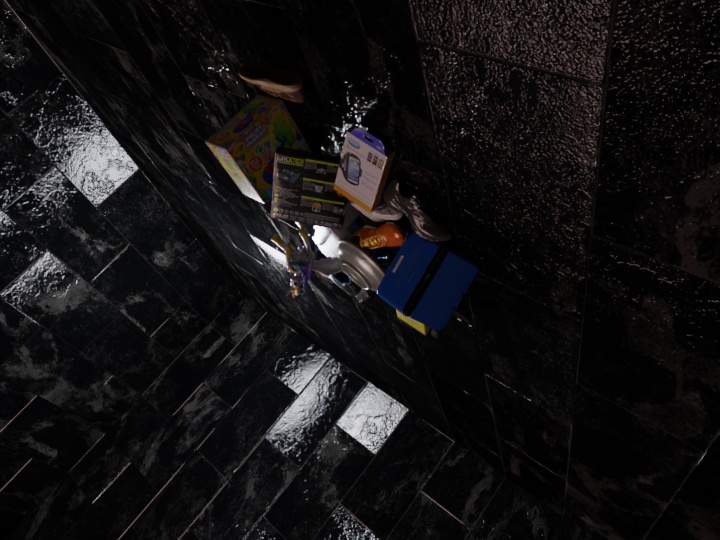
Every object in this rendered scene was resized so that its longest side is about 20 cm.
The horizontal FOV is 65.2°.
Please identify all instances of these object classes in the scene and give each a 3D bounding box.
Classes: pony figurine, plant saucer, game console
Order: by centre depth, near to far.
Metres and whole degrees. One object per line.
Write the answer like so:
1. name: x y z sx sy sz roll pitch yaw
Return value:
1. game console: 0.170 0.025 1.444 0.171 0.200 0.118 37 -169 37
2. plant saucer: 0.000 0.000 1.543 0.200 0.050 0.200 41 166 12
3. pony figurine: -0.158 -0.039 1.629 0.166 0.193 0.200 22 134 40

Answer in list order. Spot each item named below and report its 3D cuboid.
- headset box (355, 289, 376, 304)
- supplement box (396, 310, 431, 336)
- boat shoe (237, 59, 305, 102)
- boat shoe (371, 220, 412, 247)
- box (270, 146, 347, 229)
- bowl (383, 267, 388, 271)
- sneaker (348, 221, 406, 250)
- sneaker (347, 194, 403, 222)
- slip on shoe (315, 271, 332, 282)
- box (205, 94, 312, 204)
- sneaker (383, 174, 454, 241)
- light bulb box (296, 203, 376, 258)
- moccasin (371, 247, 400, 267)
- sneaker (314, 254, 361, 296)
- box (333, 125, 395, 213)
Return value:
1. headset box: -0.010 0.001 1.889 0.200 0.075 0.149 57 162 3
2. supplement box: 0.170 0.081 1.618 0.109 0.109 0.200 32 159 26
3. boat shoe: -0.209 -0.443 1.338 0.200 0.072 0.072 23 154 28
4. boat shoe: 0.081 -0.110 1.531 0.201 0.072 0.066 15 141 49
5. box: -0.129 -0.211 1.466 0.200 0.048 0.193 9 123 -1
6. bowl: 0.138 0.072 1.873 0.200 0.039 0.201 36 161 15
7. sneaker: 0.046 -0.078 1.462 0.200 0.077 0.073 -5 121 57
8. sneaker: 0.058 -0.163 1.463 0.099 0.078 0.200 44 171 -38
9. slip on shoe: -0.090 0.026 2.191 0.200 0.061 0.076 35 161 18
10. box: -0.264 -0.324 1.503 0.122 0.200 0.193 27 158 44
11. sneaker: 0.141 -0.145 1.320 0.200 0.076 0.091 38 156 3
12. light bulb box: -0.064 -0.127 1.683 0.198 0.125 0.200 48 160 -19
13. moccasin: 0.087 -0.042 1.626 0.068 0.081 0.200 25 180 -15
14. sneaker: -0.077 0.000 1.804 0.200 0.073 0.082 35 173 29
15. box: 0.009 -0.244 1.327 0.119 0.041 0.200 36 138 15
